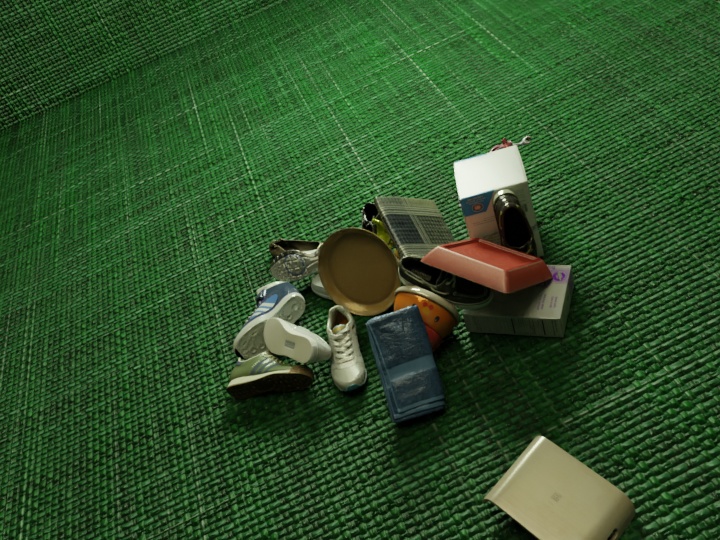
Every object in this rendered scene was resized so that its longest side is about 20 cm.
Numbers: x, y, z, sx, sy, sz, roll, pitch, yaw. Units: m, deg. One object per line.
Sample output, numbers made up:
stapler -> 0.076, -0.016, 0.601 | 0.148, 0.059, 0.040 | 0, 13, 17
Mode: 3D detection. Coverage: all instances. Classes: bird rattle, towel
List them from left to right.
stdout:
bird rattle -> 0.087, -0.042, 1.726 | 0.113, 0.198, 0.164 | -48, 66, 27
towel -> 0.085, 0.173, 1.444 | 0.109, 0.049, 0.205 | -17, 79, 6
towel -> 0.131, -0.076, 1.675 | 0.197, 0.035, 0.195 | -1, 55, -43

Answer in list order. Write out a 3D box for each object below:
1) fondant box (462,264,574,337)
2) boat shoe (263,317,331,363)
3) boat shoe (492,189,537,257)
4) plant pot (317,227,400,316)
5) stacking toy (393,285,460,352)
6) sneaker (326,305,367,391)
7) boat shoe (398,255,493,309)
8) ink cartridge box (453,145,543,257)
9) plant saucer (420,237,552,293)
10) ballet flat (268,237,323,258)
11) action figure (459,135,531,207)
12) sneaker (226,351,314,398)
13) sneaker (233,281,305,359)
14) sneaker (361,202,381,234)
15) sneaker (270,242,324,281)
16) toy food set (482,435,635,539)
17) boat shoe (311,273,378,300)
fondant box -> 0.317, 0.057, 1.542 | 0.196, 0.059, 0.146 | 2, 46, 26
boat shoe -> -0.132, 0.146, 1.608 | 0.198, 0.067, 0.074 | 9, 88, 51
boat shoe -> 0.316, -0.064, 1.561 | 0.070, 0.203, 0.061 | -21, 32, 10
plant pot -> 0.000, 0.000, 1.663 | 0.196, 0.205, 0.027 | 0, 23, 26
stacking toy -> 0.101, 0.147, 1.520 | 0.144, 0.146, 0.203 | 12, 68, 35
sneaker -> -0.036, 0.161, 1.579 | 0.075, 0.082, 0.202 | -18, 41, 3
boat shoe -> 0.167, 0.021, 1.515 | 0.195, 0.064, 0.072 | 15, 69, 9
ink cartridge box -> 0.294, -0.129, 1.649 | 0.144, 0.203, 0.146 | -14, 37, 11
plant saucer -> 0.249, -0.018, 1.491 | 0.197, 0.038, 0.198 | 21, 21, 35
ballet flat -> -0.146, -0.053, 1.900 | 0.196, 0.047, 0.068 | 7, 48, 32
action figure -> 0.309, -0.235, 1.757 | 0.145, 0.202, 0.136 | 9, 57, 9
sneaker -> -0.187, 0.204, 1.612 | 0.196, 0.068, 0.091 | -12, 45, 18
sneaker -> -0.221, 0.105, 1.747 | 0.199, 0.081, 0.146 | -42, 29, -10
sneaker -> 0.042, -0.129, 1.847 | 0.059, 0.105, 0.202 | -7, 42, 19
sneaker -> -0.115, -0.015, 1.807 | 0.195, 0.087, 0.076 | -13, 80, 5
toy food set -> 0.308, 0.368, 1.206 | 0.143, 0.061, 0.198 | -41, 50, -22
boat shoe -> -0.027, 0.022, 1.742 | 0.198, 0.066, 0.075 | 5, 46, 30
